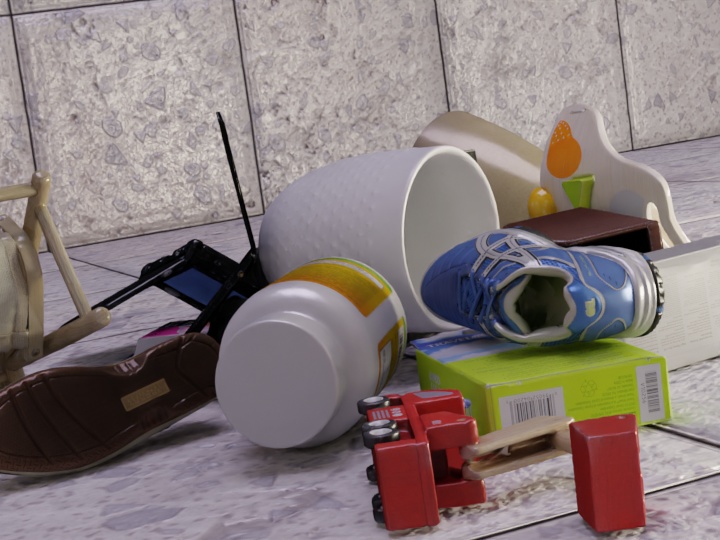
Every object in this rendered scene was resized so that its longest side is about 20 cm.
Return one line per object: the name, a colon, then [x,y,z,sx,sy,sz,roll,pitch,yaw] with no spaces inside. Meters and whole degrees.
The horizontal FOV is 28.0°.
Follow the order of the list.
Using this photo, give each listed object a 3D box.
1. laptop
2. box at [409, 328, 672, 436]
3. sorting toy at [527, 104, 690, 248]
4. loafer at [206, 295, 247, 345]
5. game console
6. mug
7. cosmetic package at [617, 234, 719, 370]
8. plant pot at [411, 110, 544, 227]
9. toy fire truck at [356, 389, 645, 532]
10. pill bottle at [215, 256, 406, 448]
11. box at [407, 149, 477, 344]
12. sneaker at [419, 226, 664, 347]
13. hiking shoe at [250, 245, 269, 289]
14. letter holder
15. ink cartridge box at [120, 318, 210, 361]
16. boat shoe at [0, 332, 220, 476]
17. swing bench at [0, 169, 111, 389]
laptop: [-0.145,-0.023,1.257,0.201,0.103,0.177,-52,4,0]
box: [0.113,0.072,0.974,0.120,0.048,0.200,-9,6,-11]
sorting toy: [0.257,-0.042,1.310,0.107,0.200,0.180,-46,20,-11]
loafer: [-0.103,0.061,1.233,0.067,0.072,0.201,-11,7,-6]
game console: [-0.194,0.045,1.482,0.174,0.118,0.200,30,-18,-17]
mug: [0.000,0.000,1.198,0.173,0.203,0.147,-2,-28,38]
cosmetic package: [0.254,0.022,1.087,0.198,0.084,0.050,-12,5,-32]
plant pot: [0.184,-0.095,1.849,0.186,0.190,0.199,-14,23,-42]
toy fire truck: [0.072,0.099,0.792,0.139,0.050,0.200,-8,6,-1]
pill bottle: [-0.035,0.058,1.002,0.109,0.113,0.200,-7,7,12]
box: [0.058,-0.025,1.378,0.049,0.162,0.199,-3,9,33]
sneaker: [0.105,0.011,0.967,0.076,0.077,0.199,-8,4,-40]
hiking shoe: [-0.033,0.014,1.418,0.198,0.077,0.100,15,-5,-32]
letter holder: [0.155,0.014,1.194,0.140,0.102,0.200,-11,7,-7]
ink cartridge box: [-0.148,0.068,1.406,0.197,0.038,0.095,-9,6,13]
boat shoe: [-0.191,0.106,1.042,0.200,0.076,0.075,-13,-14,-34]
swing bench: [-0.314,0.049,1.035,0.197,0.131,0.200,-13,-24,-36]
